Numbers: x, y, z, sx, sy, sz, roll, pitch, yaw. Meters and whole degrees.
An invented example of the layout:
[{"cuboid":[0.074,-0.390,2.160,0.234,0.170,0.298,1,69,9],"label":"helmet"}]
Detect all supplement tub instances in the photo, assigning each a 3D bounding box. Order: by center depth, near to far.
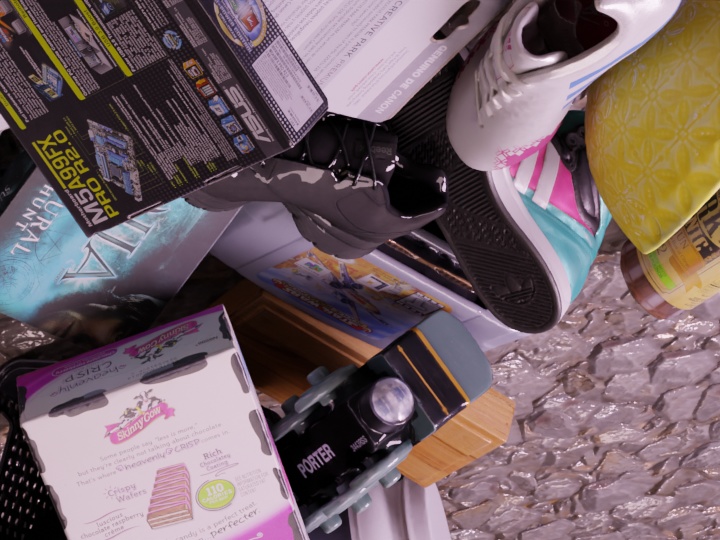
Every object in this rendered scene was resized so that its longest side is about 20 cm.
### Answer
[{"cuboid":[-0.033,0.232,1.951,0.198,0.141,0.141,-13,149,7],"label":"supplement tub"}]

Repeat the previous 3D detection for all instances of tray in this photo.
[{"cuboid":[-0.005,0.071,1.723,0.199,0.037,0.099,32,143,-19],"label":"tray"}]

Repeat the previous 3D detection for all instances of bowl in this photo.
[{"cuboid":[0.184,-0.118,1.440,0.108,0.200,0.200,40,138,0],"label":"bowl"}]

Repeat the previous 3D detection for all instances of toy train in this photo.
[{"cuboid":[0.003,0.096,1.615,0.114,0.085,0.200,-34,175,-29],"label":"toy train"}]

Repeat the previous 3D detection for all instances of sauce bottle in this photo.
[{"cuboid":[0.254,-0.039,1.654,0.064,0.065,0.200,20,137,-38],"label":"sauce bottle"}]

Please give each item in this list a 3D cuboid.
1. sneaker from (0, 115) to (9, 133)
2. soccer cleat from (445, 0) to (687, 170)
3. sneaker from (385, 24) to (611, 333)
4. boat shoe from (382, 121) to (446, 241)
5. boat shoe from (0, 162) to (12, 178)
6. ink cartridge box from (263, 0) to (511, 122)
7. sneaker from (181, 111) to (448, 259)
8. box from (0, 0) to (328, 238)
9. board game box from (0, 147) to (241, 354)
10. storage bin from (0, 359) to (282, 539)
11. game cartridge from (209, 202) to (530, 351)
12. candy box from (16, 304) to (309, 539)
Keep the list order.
[{"cuboid":[-0.231,-0.089,1.453,0.080,0.071,0.200,8,145,-30],"label":"sneaker"},{"cuboid":[0.090,-0.115,1.375,0.086,0.070,0.200,-20,163,-43],"label":"soccer cleat"},{"cuboid":[0.092,-0.077,1.538,0.083,0.121,0.201,-11,113,38],"label":"sneaker"},{"cuboid":[0.058,-0.029,1.619,0.073,0.066,0.200,-24,145,24],"label":"boat shoe"},{"cuboid":[-0.197,-0.018,1.564,0.198,0.073,0.073,-2,141,-12],"label":"boat shoe"},{"cuboid":[-0.011,-0.176,1.347,0.175,0.084,0.200,13,143,-33],"label":"ink cartridge box"},{"cuboid":[-0.030,-0.066,1.448,0.090,0.077,0.199,-14,158,41],"label":"sneaker"},{"cuboid":[-0.132,-0.128,1.305,0.160,0.044,0.201,-21,110,40],"label":"box"},{"cuboid":[-0.135,-0.047,1.499,0.135,0.028,0.200,25,111,-38],"label":"board game box"},{"cuboid":[-0.161,0.140,1.722,0.199,0.136,0.094,0,160,40],"label":"storage bin"},{"cuboid":[0.000,0.000,1.606,0.199,0.042,0.133,28,152,-20],"label":"game cartridge"},{"cuboid":[-0.112,0.136,1.562,0.135,0.061,0.201,-19,119,-2],"label":"candy box"}]
